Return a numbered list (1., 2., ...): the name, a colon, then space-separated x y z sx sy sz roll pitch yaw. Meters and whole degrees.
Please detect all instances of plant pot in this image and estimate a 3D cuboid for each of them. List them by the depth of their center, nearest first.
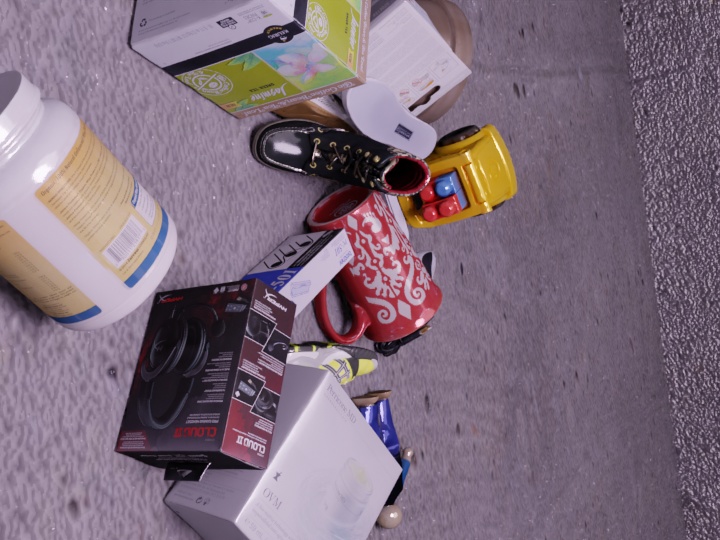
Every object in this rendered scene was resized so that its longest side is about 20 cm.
1. plant pot: 0.039 -0.332 1.279 0.173 0.200 0.201 4 80 -39

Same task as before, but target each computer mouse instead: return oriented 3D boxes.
1. computer mouse: 0.075 0.036 1.340 0.044 0.110 0.201 35 40 -22

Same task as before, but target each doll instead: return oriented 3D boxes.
1. doll: 0.036 0.281 1.250 0.136 0.048 0.201 -7 89 -57

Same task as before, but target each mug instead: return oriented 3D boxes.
1. mug: 0.010 -0.004 1.197 0.200 0.133 0.178 61 36 -25

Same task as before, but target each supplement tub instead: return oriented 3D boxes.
1. supplement tub: -0.273 -0.057 0.742 0.200 0.144 0.145 53 42 -38

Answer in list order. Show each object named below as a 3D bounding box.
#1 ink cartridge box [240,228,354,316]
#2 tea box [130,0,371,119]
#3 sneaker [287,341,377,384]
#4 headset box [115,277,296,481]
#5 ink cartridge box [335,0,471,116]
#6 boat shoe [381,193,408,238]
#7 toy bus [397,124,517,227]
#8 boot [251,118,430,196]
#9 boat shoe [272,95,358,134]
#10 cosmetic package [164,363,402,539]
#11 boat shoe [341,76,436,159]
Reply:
1. ink cartridge box: -0.094 0.013 1.057 0.200 0.094 0.044 -47 123 -50
2. tea box: -0.120 -0.293 0.981 0.197 0.199 0.134 26 62 -52
3. sneaker: -0.054 0.135 1.128 0.199 0.075 0.077 5 88 -47
4. headset box: -0.160 0.120 0.881 0.077 0.148 0.201 39 53 -47
5. ink cartridge box: 0.045 -0.290 1.190 0.200 0.162 0.050 25 34 -55
6. boat shoe: 0.022 -0.094 1.290 0.066 0.070 0.200 -31 143 -11
7. toy bus: 0.119 -0.123 1.316 0.192 0.199 0.136 -45 116 -54
8. boot: -0.023 -0.147 1.101 0.203 0.154 0.074 5 103 -33
9. boat shoe: -0.067 -0.236 1.174 0.200 0.071 0.070 27 55 -54
10. cosmetic package: -0.078 0.246 0.977 0.200 0.123 0.200 57 50 -34
11. boat shoe: 0.029 -0.214 1.180 0.074 0.065 0.200 -53 141 3
